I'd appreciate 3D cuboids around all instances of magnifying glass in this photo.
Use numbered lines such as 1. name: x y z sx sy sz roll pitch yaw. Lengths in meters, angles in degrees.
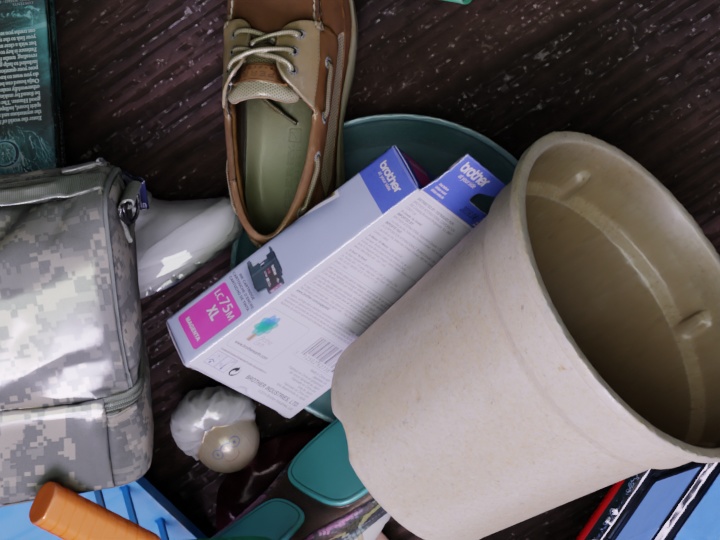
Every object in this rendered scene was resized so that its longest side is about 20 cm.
1. magnifying glass: -0.099 0.166 1.583 0.200 0.022 0.080 31 83 -33

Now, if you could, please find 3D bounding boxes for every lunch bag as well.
1. lunch bag: -0.209 0.028 1.565 0.199 0.140 0.168 -5 124 0

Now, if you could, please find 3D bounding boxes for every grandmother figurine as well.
1. grandmother figurine: -0.037 0.145 1.744 0.121 0.061 0.200 -45 105 -7

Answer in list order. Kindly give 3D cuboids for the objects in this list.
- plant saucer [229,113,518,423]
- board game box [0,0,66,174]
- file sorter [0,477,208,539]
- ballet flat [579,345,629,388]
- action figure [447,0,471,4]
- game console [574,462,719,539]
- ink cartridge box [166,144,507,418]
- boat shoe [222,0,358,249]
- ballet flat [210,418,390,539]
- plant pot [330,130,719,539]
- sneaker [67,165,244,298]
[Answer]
1. plant saucer: 0.023 -0.001 1.705 0.199 0.036 0.201 1 108 2
2. board game box: -0.272 -0.103 1.658 0.199 0.028 0.136 -5 84 4
3. file sorter: -0.160 0.210 1.687 0.138 0.123 0.200 -27 142 10
4. ballet flat: 0.178 0.052 1.682 0.199 0.069 0.070 -21 107 -4
5. action figure: 0.060 -0.187 1.555 0.055 0.200 0.118 39 105 -10
6. game console: 0.200 0.187 1.722 0.119 0.172 0.200 38 107 19
7. ink cartridge box: 0.000 0.000 1.632 0.200 0.119 0.042 -35 59 14
8. boat shoe: -0.043 -0.107 1.628 0.075 0.074 0.201 -5 89 16
9. ballet flat: -0.027 0.150 1.681 0.200 0.069 0.071 -41 135 -23
10. plant pot: 0.091 0.056 1.590 0.183 0.201 0.201 -35 105 32
11. sneaker: -0.165 -0.022 1.677 0.199 0.075 0.087 -9 100 14
